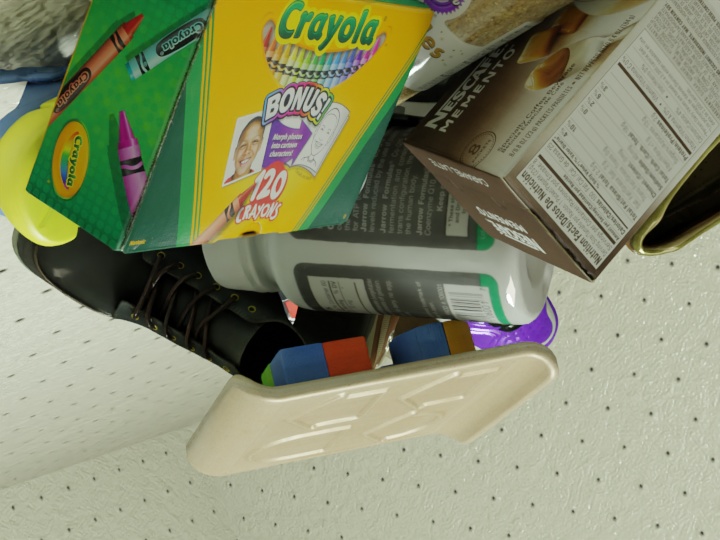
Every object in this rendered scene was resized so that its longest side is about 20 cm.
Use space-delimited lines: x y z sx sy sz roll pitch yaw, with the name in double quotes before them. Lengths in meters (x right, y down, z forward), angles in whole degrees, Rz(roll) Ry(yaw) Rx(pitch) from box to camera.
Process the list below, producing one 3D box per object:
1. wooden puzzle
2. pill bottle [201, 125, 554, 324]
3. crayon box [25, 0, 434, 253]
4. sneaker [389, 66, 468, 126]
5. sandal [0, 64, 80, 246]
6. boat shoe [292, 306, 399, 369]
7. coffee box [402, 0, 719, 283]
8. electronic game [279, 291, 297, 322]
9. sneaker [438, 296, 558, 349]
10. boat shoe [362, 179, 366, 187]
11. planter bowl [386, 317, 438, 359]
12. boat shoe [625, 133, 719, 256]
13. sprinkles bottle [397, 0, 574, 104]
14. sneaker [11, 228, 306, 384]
"wooden puzzle" 0.000 0.077 0.966 0.197 0.047 0.185 -4 161 -18
"pill bottle" 0.012 -0.030 0.931 0.197 0.115 0.113 4 -177 20
"crayon box" -0.051 -0.080 0.700 0.199 0.058 0.120 -11 128 -62
"sneaker" 0.061 -0.130 0.942 0.197 0.089 0.076 2 -179 2
"sandal" -0.124 -0.076 0.745 0.086 0.081 0.199 16 -157 28
"boat shoe" 0.000 0.000 1.055 0.074 0.075 0.202 -34 147 -55
"coffee box" 0.131 -0.105 0.792 0.200 0.080 0.114 -48 -154 -6
"electronic game" -0.072 -0.023 1.078 0.197 0.042 0.201 -8 142 -6
"sneaker" 0.098 0.015 1.155 0.199 0.070 0.099 35 167 -37
"boat shoe" -0.093 -0.059 0.880 0.197 0.074 0.068 2 157 37
"planter bowl" 0.036 -0.025 1.252 0.199 0.203 0.134 -18 -162 -36
"boat shoe" 0.215 -0.075 0.804 0.199 0.072 0.068 -39 -150 15
"sprinkles bottle" 0.056 -0.142 0.787 0.199 0.069 0.068 -27 172 34
"sneaker" -0.119 0.011 0.988 0.198 0.075 0.106 20 -168 -32
